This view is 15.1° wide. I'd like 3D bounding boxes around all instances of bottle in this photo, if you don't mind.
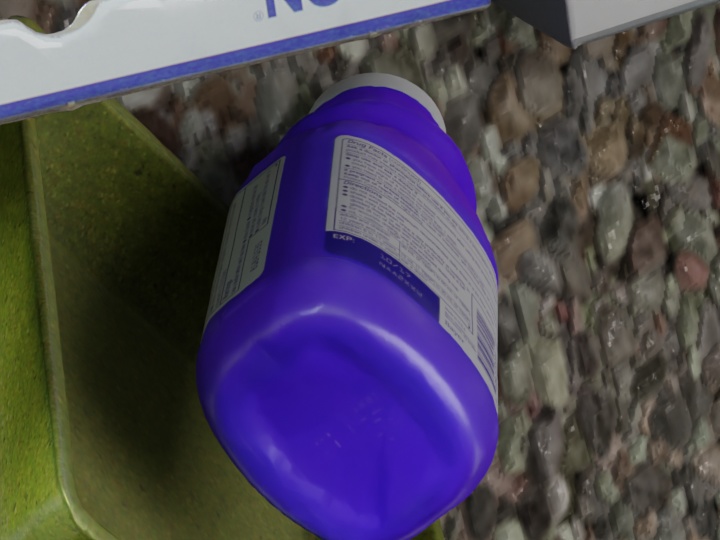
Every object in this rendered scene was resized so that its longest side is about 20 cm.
[{"bbox_3d":[0.000,0.000,0.785,0.084,0.065,0.200,45,19,-18],"label":"bottle"}]

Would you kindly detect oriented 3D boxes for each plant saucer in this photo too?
[{"bbox_3d":[-0.045,0.056,0.758,0.200,0.048,0.200,44,22,-38],"label":"plant saucer"}]

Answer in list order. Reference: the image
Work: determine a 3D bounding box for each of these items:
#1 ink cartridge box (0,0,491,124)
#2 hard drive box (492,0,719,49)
[{"bbox_3d":[-0.080,-0.132,0.549,0.197,0.047,0.200,-14,113,-18],"label":"ink cartridge box"},{"bbox_3d":[0.131,-0.181,0.909,0.200,0.077,0.156,-19,117,-17],"label":"hard drive box"}]
